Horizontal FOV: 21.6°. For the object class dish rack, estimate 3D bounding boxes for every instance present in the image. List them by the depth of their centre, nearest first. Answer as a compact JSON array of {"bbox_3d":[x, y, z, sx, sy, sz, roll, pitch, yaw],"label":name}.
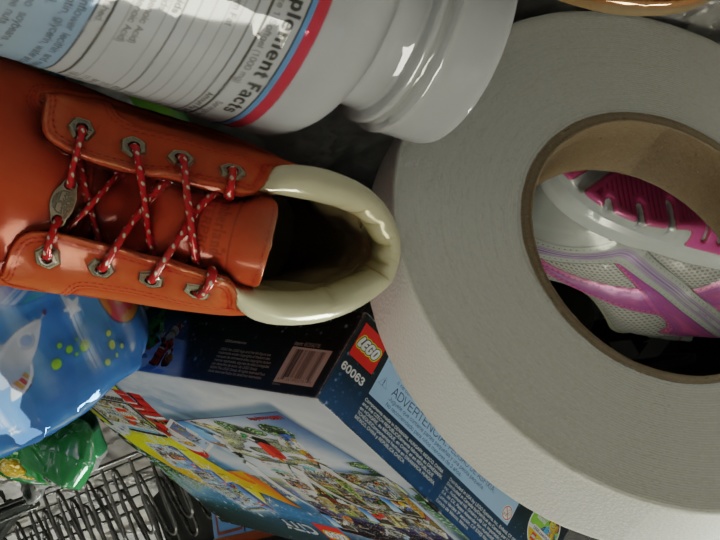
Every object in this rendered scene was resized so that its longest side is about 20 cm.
[{"bbox_3d":[-0.142,0.139,0.986,0.199,0.055,0.153,-18,162,-32],"label":"dish rack"}]

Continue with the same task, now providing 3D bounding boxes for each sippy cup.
[{"bbox_3d":[-0.144,-0.007,0.675,0.177,0.140,0.131,-24,108,8],"label":"sippy cup"}]

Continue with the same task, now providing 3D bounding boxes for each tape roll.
[{"bbox_3d":[0.099,-0.001,0.669,0.201,0.204,0.037,9,150,-16],"label":"tape roll"}]

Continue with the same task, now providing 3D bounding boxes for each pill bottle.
[{"bbox_3d":[-0.055,-0.106,0.578,0.199,0.110,0.109,15,147,-26],"label":"pill bottle"}]

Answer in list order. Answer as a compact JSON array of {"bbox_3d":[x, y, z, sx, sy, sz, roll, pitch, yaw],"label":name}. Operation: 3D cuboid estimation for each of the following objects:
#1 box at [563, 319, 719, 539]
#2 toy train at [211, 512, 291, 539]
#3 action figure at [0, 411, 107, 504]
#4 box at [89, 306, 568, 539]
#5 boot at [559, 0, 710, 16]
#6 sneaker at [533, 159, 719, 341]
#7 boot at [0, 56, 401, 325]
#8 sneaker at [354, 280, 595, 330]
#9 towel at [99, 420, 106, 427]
[{"bbox_3d":[0.185,0.098,0.821,0.195,0.200,0.118,-7,108,13],"label":"box"},{"bbox_3d":[0.004,0.115,0.871,0.086,0.115,0.200,-4,169,-35],"label":"toy train"},{"bbox_3d":[-0.170,0.077,0.853,0.117,0.055,0.199,11,172,-33],"label":"action figure"},{"bbox_3d":[-0.030,0.064,0.749,0.199,0.038,0.137,5,148,49],"label":"box"},{"bbox_3d":[0.080,-0.161,0.533,0.199,0.077,0.155,28,137,-28],"label":"boot"},{"bbox_3d":[0.145,-0.011,0.782,0.199,0.082,0.088,22,146,-19],"label":"sneaker"},{"bbox_3d":[-0.080,-0.024,0.581,0.199,0.076,0.107,8,-175,-40],"label":"boot"},{"bbox_3d":[0.000,0.000,0.793,0.199,0.106,0.075,34,123,5],"label":"sneaker"},{"bbox_3d":[-0.075,0.045,0.892,0.198,0.035,0.133,-6,161,14],"label":"towel"}]
